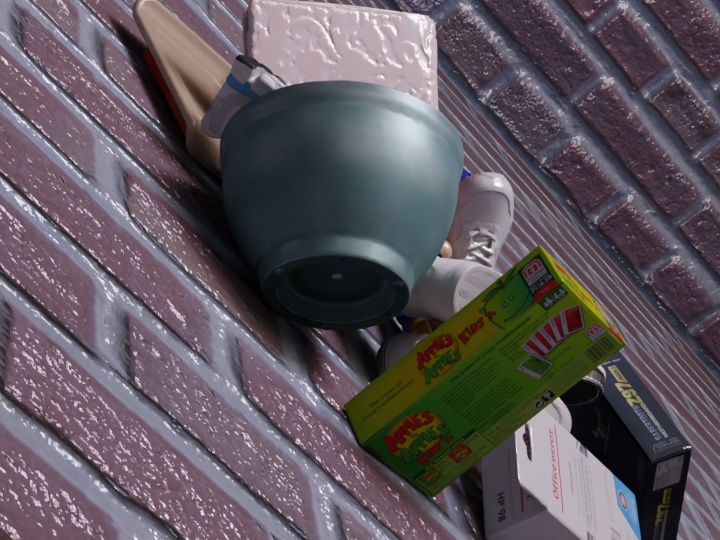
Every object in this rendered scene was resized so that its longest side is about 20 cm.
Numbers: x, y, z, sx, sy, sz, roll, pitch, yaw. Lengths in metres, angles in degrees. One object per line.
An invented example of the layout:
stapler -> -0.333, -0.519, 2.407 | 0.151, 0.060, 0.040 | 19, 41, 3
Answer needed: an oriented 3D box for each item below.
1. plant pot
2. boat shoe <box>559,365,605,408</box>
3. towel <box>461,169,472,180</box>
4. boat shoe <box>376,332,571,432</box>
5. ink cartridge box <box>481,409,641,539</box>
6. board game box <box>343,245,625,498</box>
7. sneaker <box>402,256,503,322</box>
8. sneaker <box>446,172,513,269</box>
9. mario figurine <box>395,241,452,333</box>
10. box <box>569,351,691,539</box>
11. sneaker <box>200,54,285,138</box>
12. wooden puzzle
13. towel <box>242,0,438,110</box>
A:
plant pot -> -0.018, -0.037, 1.386 | 0.200, 0.199, 0.135 | 39, 43, -44
boat shoe -> 0.140, 0.108, 1.616 | 0.199, 0.074, 0.061 | 11, 41, -22
towel -> 0.075, -0.053, 1.905 | 0.049, 0.149, 0.200 | 8, -10, 24
boat shoe -> 0.112, 0.104, 1.527 | 0.199, 0.071, 0.070 | 28, -22, -22
ink cartridge box -> 0.164, 0.201, 1.507 | 0.200, 0.066, 0.116 | 43, 32, -33
board game box -> 0.096, 0.081, 1.359 | 0.102, 0.200, 0.048 | 40, 15, -40
sneaker -> 0.096, 0.027, 1.553 | 0.115, 0.074, 0.200 | 18, -10, 40
sneaker -> 0.113, -0.005, 1.764 | 0.077, 0.201, 0.100 | 5, 38, -14
mario figurine -> 0.068, 0.007, 1.691 | 0.106, 0.124, 0.201 | 25, 28, -29
box -> 0.257, 0.193, 1.727 | 0.201, 0.051, 0.158 | 90, -23, -43
sneaker -> -0.052, -0.094, 1.483 | 0.200, 0.087, 0.075 | 36, 10, -24
wooden puzzle -> -0.131, -0.136, 1.592 | 0.185, 0.037, 0.201 | 39, 21, -48
towel -> -0.015, -0.136, 1.554 | 0.190, 0.032, 0.202 | 3, 81, -26
